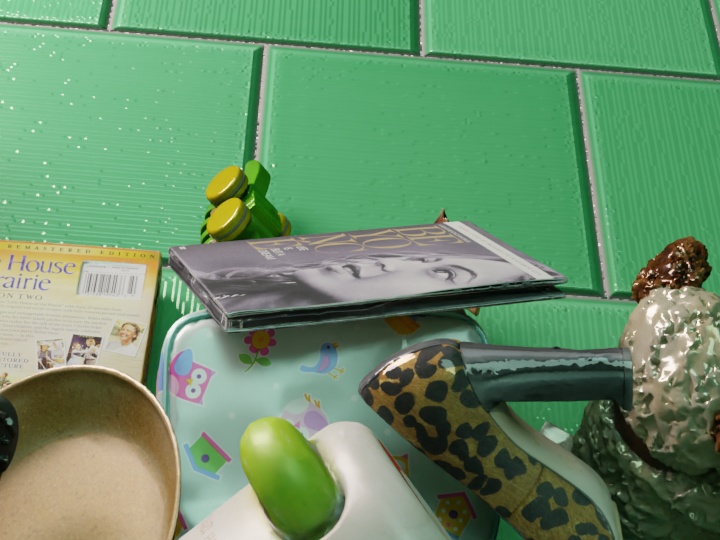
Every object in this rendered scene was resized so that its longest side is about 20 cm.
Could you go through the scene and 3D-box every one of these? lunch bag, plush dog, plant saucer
[{"bbox_3d":[-0.017,0.094,0.909,0.197,0.077,0.162,1,71,-8],"label":"lunch bag"},{"bbox_3d":[0.180,0.082,0.914,0.159,0.173,0.201,-11,48,-17],"label":"plush dog"},{"bbox_3d":[-0.170,0.146,0.843,0.198,0.035,0.202,-17,50,21],"label":"plant saucer"}]

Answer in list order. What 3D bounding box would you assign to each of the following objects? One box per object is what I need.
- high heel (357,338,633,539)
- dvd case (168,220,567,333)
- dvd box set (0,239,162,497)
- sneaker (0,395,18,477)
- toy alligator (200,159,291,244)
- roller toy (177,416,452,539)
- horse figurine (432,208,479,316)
[{"bbox_3d":[0.069,0.131,0.857,0.141,0.203,0.071,1,17,2],"label":"high heel"},{"bbox_3d":[0.000,0.000,0.936,0.198,0.016,0.149,-5,16,-18],"label":"dvd case"},{"bbox_3d":[-0.203,0.063,0.984,0.144,0.030,0.201,3,46,-3],"label":"dvd box set"},{"bbox_3d":[-0.271,0.121,0.855,0.200,0.067,0.091,-42,44,0],"label":"sneaker"},{"bbox_3d":[-0.079,-0.007,1.045,0.054,0.059,0.201,-35,31,16],"label":"toy alligator"},{"bbox_3d":[-0.004,0.182,0.761,0.139,0.183,0.201,-36,66,-2],"label":"roller toy"},{"bbox_3d":[-0.001,0.044,1.012,0.131,0.050,0.201,11,51,13],"label":"horse figurine"}]
